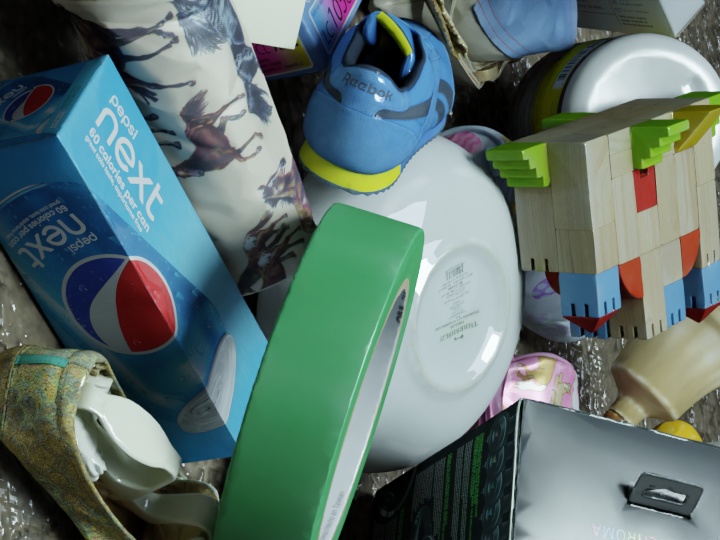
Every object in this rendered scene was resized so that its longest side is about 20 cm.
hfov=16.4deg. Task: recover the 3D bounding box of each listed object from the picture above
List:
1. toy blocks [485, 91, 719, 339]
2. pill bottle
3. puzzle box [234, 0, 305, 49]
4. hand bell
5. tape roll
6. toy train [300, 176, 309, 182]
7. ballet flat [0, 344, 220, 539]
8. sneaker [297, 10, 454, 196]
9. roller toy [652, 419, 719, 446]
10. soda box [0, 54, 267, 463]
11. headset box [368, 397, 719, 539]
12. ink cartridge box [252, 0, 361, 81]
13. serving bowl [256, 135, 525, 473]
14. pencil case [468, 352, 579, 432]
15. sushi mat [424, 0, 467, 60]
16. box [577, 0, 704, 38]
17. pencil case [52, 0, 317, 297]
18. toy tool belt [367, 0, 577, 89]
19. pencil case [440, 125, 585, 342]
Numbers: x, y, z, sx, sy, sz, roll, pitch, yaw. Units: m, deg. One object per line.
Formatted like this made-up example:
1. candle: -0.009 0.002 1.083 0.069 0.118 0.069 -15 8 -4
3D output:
1. toy blocks: 0.154 -0.022 1.462 0.200 0.100 0.137 -21 108 -52
2. pill bottle: 0.161 -0.097 1.631 0.200 0.109 0.109 -165 -118 -80
3. puzzle box: -0.071 -0.218 1.250 0.133 0.025 0.200 7 102 -33
4. hand bell: 0.162 0.106 1.615 0.200 0.104 0.104 -49 135 -9
5. tape roll: -0.020 0.068 1.229 0.200 0.048 0.201 17 90 -84
6. toy train: 0.000 0.000 1.440 0.200 0.046 0.034 41 68 -47
7. ballet flat: -0.105 0.105 1.181 0.200 0.071 0.071 55 36 -39
8. sneaker: 0.020 -0.111 1.355 0.200 0.066 0.079 -60 170 -64
9. roller toy: 0.229 0.208 1.700 0.182 0.140 0.200 18 65 -61
10. soda box: -0.114 0.000 1.202 0.200 0.064 0.068 62 32 -30
11. headset box: 0.121 0.154 1.378 0.174 0.200 0.093 15 65 -19
12. ink cartridge box: -0.070 -0.218 1.349 0.200 0.076 0.137 60 33 -30
13. serving bowl: 0.032 0.020 1.395 0.200 0.066 0.200 -15 109 -47
14. pencil case: 0.096 0.153 1.531 0.086 0.083 0.200 6 71 -17
15. sushi mat: 0.009 -0.219 1.451 0.200 0.012 0.096 62 -1 26
16. box: 0.124 -0.246 1.638 0.041 0.156 0.200 -48 128 -26
17. pencil case: -0.088 -0.078 1.226 0.078 0.089 0.200 -62 141 -45
18. toy tool belt: 0.095 -0.180 1.595 0.200 0.123 0.125 22 62 -59
19. pencil case: 0.103 -0.021 1.592 0.200 0.091 0.083 34 52 -53
